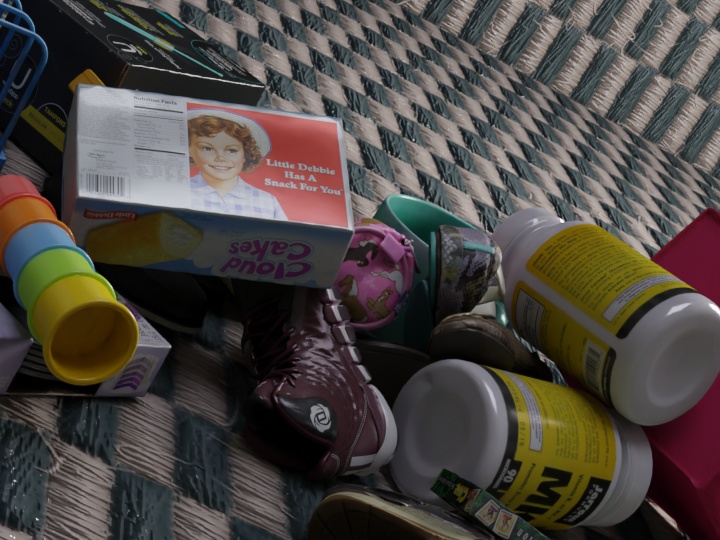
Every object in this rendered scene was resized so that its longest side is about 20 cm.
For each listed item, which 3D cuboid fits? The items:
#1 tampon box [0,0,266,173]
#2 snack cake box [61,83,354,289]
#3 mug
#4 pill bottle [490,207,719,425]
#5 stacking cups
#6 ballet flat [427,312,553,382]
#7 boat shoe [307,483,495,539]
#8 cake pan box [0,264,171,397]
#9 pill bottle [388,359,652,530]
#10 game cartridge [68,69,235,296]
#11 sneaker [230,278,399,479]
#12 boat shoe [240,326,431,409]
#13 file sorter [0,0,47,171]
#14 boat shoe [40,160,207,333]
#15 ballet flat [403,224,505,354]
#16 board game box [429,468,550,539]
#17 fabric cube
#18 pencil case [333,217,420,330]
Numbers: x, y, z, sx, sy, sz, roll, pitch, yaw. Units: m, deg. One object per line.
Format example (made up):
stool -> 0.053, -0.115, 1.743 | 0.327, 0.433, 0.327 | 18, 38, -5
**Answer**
tampon box -> -0.218, -0.160, 1.616 | 0.150, 0.126, 0.200 | 39, 19, 27
snack cake box -> -0.111, -0.061, 1.283 | 0.200, 0.067, 0.115 | 7, 47, -15
mug -> 0.056, 0.023, 1.584 | 0.152, 0.114, 0.185 | 32, 17, 3
pill bottle -> 0.188, 0.029, 1.432 | 0.112, 0.112, 0.200 | 15, 18, -43
stacking cups -> -0.203, -0.005, 1.141 | 0.060, 0.061, 0.200 | 18, 19, -37
ballet flat -> 0.105, 0.065, 1.399 | 0.200, 0.067, 0.046 | 36, 49, -58
boat shoe -> 0.063, 0.192, 1.175 | 0.200, 0.073, 0.065 | 30, 21, -4
cake pan box -> -0.248, 0.014, 1.195 | 0.200, 0.052, 0.184 | 42, 22, 33
pill bottle -> 0.126, 0.138, 1.369 | 0.200, 0.114, 0.114 | 15, 22, -42
game cartridge -> -0.152, -0.063, 1.463 | 0.176, 0.032, 0.200 | 47, -7, 43
sneaker -> -0.056, 0.062, 1.279 | 0.115, 0.076, 0.200 | -11, 64, -55
boat shoe -> -0.002, 0.072, 1.417 | 0.200, 0.073, 0.063 | 19, 23, -22
file sorter -> -0.357, -0.197, 1.491 | 0.139, 0.123, 0.200 | 20, 19, -34
boat shoe -> -0.183, -0.024, 1.403 | 0.074, 0.063, 0.201 | 12, 26, -51
ballet flat -> 0.077, 0.025, 1.403 | 0.072, 0.072, 0.200 | 33, -22, 9
board game box -> 0.141, 0.208, 1.232 | 0.200, 0.023, 0.105 | 38, -9, -10
fabric cube -> 0.316, 0.110, 1.520 | 0.200, 0.196, 0.199 | 45, -8, 40
pencil case -> 0.000, 0.000, 1.428 | 0.086, 0.083, 0.200 | 8, 2, -2
